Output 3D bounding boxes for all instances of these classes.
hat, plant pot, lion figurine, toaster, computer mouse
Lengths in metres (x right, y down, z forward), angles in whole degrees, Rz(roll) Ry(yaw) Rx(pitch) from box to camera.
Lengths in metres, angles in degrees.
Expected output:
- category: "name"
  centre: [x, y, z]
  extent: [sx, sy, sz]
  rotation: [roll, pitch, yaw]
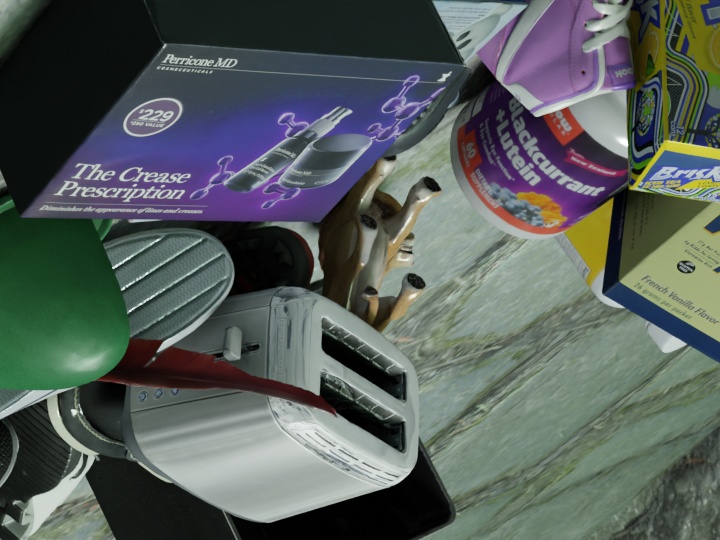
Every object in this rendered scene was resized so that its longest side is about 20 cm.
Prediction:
- category: "hat"
  centre: [-0.158, 0.060, 1.506]
  extent: [0.200, 0.176, 0.166]
  rotation: [-37, 164, 4]
- category: "plant pot"
  centre: [-0.086, 0.154, 1.992]
  extent: [0.200, 0.200, 0.177]
  rotation: [-21, 172, -42]
- category: "lion figurine"
  centre: [0.000, 0.000, 1.792]
  extent: [0.123, 0.072, 0.200]
  rotation: [-56, -175, 34]
- category: "toaster"
  centre: [-0.050, 0.088, 1.702]
  extent: [0.129, 0.114, 0.200]
  rotation: [-15, 148, 31]
- category: "computer mouse"
  centre: [0.078, -0.130, 1.726]
  extent: [0.200, 0.034, 0.059]
  rotation: [-35, 165, -2]

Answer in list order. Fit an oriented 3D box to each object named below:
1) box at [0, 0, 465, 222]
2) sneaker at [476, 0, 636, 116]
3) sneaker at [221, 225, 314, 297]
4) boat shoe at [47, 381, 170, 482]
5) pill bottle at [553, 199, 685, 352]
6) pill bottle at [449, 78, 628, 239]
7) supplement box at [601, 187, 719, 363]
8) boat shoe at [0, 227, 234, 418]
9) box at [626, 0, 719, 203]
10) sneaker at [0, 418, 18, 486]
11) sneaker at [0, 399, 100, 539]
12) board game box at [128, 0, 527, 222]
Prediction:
- category: "box"
  centre: [-0.070, -0.094, 1.344]
  extent: [0.200, 0.079, 0.141]
  rotation: [-1, 143, -43]
- category: "sneaker"
  centre: [0.150, -0.172, 1.594]
  extent: [0.073, 0.114, 0.201]
  rotation: [-17, 156, -47]
- category: "sneaker"
  centre: [-0.069, 0.020, 1.806]
  extent: [0.098, 0.071, 0.200]
  rotation: [-24, 164, -34]
- category: "boat shoe"
  centre: [-0.136, 0.091, 1.748]
  extent: [0.067, 0.072, 0.200]
  rotation: [-6, 162, 26]
- category: "pill bottle"
  centre: [0.191, -0.046, 1.913]
  extent: [0.112, 0.200, 0.112]
  rotation: [-33, 166, -9]
- category: "pill bottle"
  centre: [0.154, -0.108, 1.757]
  extent: [0.111, 0.112, 0.200]
  rotation: [-23, 170, -38]
- category: "supplement box"
  centre: [0.279, -0.074, 1.770]
  extent: [0.200, 0.134, 0.200]
  rotation: [-43, -155, 42]
- category: "boat shoe"
  centre: [-0.172, 0.031, 1.644]
  extent: [0.199, 0.074, 0.067]
  rotation: [-24, 179, -5]
- category: "box"
  centre: [0.201, -0.144, 1.626]
  extent: [0.070, 0.201, 0.064]
  rotation: [9, 151, -13]
- category: "sneaker"
  centre: [-0.277, 0.119, 1.631]
  extent: [0.077, 0.078, 0.200]
  rotation: [-39, 166, 36]
- category: "sneaker"
  centre: [-0.215, 0.115, 1.813]
  extent: [0.088, 0.074, 0.200]
  rotation: [-43, 174, -34]
- category: "board game box"
  centre: [-0.025, -0.107, 1.548]
  extent: [0.199, 0.043, 0.200]
  rotation: [-42, 164, 24]
